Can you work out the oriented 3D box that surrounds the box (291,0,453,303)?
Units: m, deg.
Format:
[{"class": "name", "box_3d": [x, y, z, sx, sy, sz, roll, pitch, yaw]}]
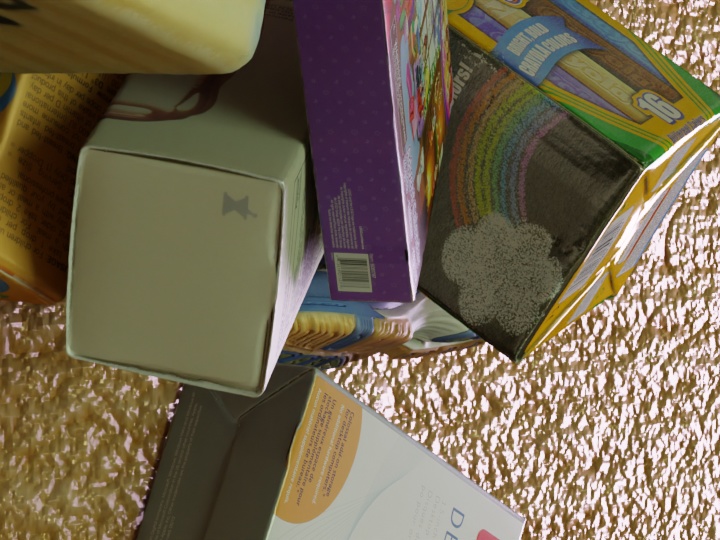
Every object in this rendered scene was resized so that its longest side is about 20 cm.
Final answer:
[{"class": "box", "box_3d": [0.007, -0.105, 1.185, 0.137, 0.039, 0.200, -79, 167, -45]}]

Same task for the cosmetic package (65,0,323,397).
[{"class": "cosmetic package", "box_3d": [-0.057, -0.042, 1.231, 0.200, 0.087, 0.104, -69, 168, -64]}]

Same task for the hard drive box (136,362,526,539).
[{"class": "hard drive box", "box_3d": [-0.019, 0.151, 1.383, 0.200, 0.077, 0.156, 37, 63, -49]}]

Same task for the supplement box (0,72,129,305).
[{"class": "supplement box", "box_3d": [-0.139, -0.089, 1.210, 0.069, 0.066, 0.200, 32, 66, -50]}]

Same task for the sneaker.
[{"class": "sneaker", "box_3d": [0.000, 0.000, 1.419, 0.200, 0.075, 0.088, -4, 79, -56]}]

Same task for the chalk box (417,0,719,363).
[{"class": "chalk box", "box_3d": [0.049, -0.075, 1.368, 0.124, 0.200, 0.125, -29, 154, -58]}]

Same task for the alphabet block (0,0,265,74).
[{"class": "alphabet block", "box_3d": [-0.155, -0.189, 1.073, 0.200, 0.196, 0.196, 23, 72, -52]}]
